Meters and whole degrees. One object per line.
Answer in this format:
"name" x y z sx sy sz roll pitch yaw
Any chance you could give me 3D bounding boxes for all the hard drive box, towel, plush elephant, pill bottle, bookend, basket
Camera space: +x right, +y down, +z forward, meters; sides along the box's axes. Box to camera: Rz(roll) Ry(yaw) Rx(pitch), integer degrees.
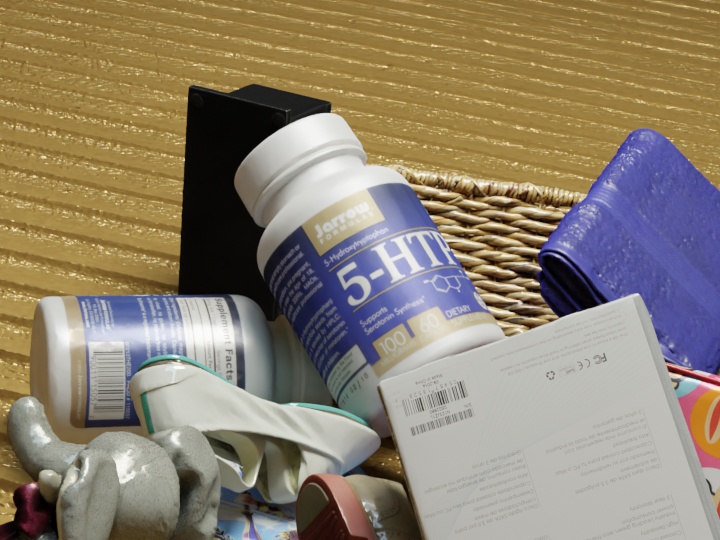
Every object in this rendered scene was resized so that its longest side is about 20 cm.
"hard drive box" 0.114 0.135 1.089 0.155 0.201 0.077 -19 -16 9
"towel" 0.203 -0.002 1.376 0.148 0.050 0.200 45 40 -3
"plush elephant" -0.164 0.145 1.097 0.199 0.156 0.165 24 3 20
"pill bottle" 0.000 0.000 1.338 0.119 0.120 0.200 -14 64 -42
"bookend" -0.054 -0.064 1.610 0.092 0.200 0.200 15 23 25
"basket" 0.071 0.013 1.474 0.199 0.150 0.143 6 -8 0
"pill bottle" -0.124 0.072 1.375 0.199 0.112 0.111 0 23 -17

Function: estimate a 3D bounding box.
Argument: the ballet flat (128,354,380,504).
"ballet flat" -0.063 0.110 1.222 0.200 0.070 0.069 24 5 -43

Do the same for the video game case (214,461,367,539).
"video game case" -0.056 0.177 1.227 0.180 0.046 0.200 -5 25 -26

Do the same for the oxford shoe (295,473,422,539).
"oxford shoe" 0.033 0.193 1.116 0.074 0.071 0.201 -3 52 -32

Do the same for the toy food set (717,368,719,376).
"toy food set" 0.248 0.060 1.421 0.143 0.061 0.200 2 33 -2

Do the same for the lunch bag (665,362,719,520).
"lunch bag" 0.188 0.158 1.145 0.175 0.201 0.082 15 -9 21
